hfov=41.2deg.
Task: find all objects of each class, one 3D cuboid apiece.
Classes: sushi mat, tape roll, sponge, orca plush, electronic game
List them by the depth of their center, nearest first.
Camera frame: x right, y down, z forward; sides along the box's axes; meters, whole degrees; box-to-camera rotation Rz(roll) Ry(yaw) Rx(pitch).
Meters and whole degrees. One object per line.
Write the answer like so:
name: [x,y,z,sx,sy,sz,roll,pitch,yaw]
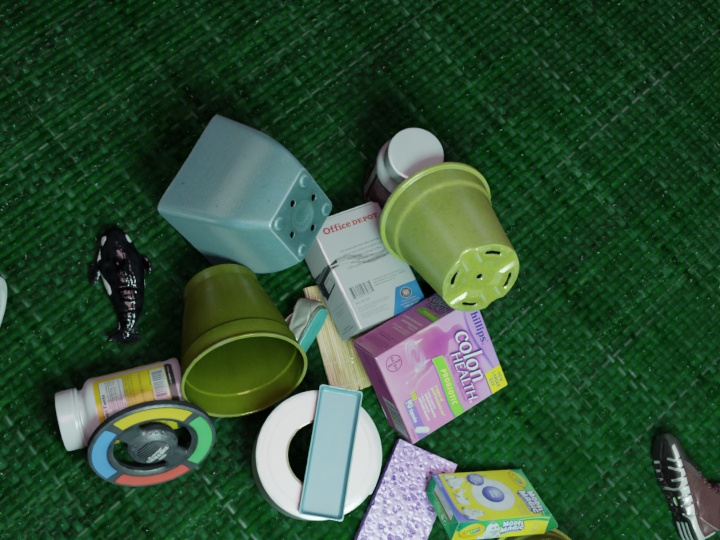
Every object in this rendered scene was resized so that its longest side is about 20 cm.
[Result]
electronic game: [-0.325,0.272,1.499,0.199,0.200,0.042,-14,46,-13]
tape roll: [-0.074,0.302,1.553,0.202,0.139,0.203,2,75,-8]
orca plush: [-0.406,0.019,1.604,0.105,0.071,0.201,6,75,-8]
sponge: [0.075,0.395,1.611,0.111,0.030,0.200,26,73,-3]
sushi mat: [-0.030,0.112,1.674,0.095,0.012,0.201,-13,78,-12]

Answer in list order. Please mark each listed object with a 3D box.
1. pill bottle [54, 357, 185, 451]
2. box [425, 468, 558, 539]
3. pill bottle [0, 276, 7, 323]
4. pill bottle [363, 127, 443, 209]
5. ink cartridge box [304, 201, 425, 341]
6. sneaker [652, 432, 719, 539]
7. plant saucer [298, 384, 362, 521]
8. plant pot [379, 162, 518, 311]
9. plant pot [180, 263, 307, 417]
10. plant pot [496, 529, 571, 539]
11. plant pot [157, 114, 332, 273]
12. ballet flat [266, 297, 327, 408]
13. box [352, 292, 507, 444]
pill bottle: [-0.378,0.217,1.535,0.199,0.114,0.115,-13,78,-12]
box: [0.222,0.385,1.582,0.199,0.117,0.049,3,119,-24]
pill bottle: [-0.679,0.044,1.530,0.199,0.111,0.111,12,74,-7]
pill bottle: [0.076,-0.166,1.667,0.114,0.200,0.115,2,76,-9]
ink cartridge box: [0.000,0.000,1.657,0.144,0.084,0.201,-20,79,-29]
sneaker: [0.593,0.371,1.691,0.115,0.076,0.201,-15,89,-18]
plant saucer: [-0.046,0.281,1.482,0.070,0.019,0.201,11,75,-7]
plant pot: [0.157,-0.040,1.538,0.200,0.201,0.184,-16,43,-13]
plant pot: [-0.208,0.099,1.548,0.200,0.201,0.193,-13,49,-13]
plant pot: [0.311,0.511,1.541,0.200,0.184,0.201,2,75,-8]
plant pot: [-0.167,-0.108,1.573,0.200,0.196,0.197,17,69,33]
ballet flat: [-0.123,0.138,1.634,0.064,0.067,0.200,20,74,25]
box: [0.118,0.156,1.607,0.200,0.097,0.176,-29,113,-16]
